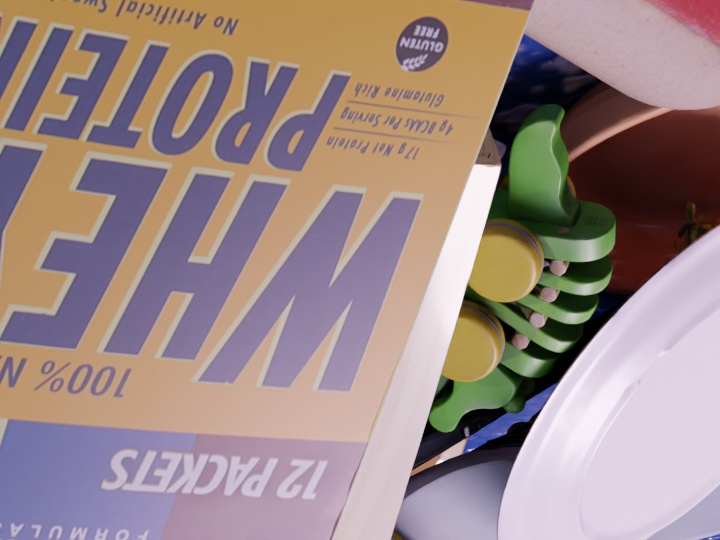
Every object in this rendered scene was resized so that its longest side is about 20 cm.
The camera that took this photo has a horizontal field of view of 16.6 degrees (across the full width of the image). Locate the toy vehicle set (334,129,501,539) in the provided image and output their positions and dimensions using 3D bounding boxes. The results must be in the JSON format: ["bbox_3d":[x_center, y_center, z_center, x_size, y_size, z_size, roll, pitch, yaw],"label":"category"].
[{"bbox_3d":[0.000,0.000,0.843,0.026,0.125,0.201,1,131,-15],"label":"toy vehicle set"}]

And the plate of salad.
[{"bbox_3d":[0.124,0.045,1.008,0.200,0.048,0.201,-33,148,-24],"label":"plate of salad"}]

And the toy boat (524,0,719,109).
[{"bbox_3d":[0.071,-0.134,0.684,0.131,0.131,0.200,-52,147,13],"label":"toy boat"}]

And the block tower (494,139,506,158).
[{"bbox_3d":[0.009,0.003,1.003,0.058,0.054,0.200,25,155,3],"label":"block tower"}]

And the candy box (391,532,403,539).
[{"bbox_3d":[-0.013,0.152,1.019,0.102,0.026,0.200,-44,124,7],"label":"candy box"}]

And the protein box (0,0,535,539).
[{"bbox_3d":[-0.074,-0.065,0.570,0.134,0.199,0.201,7,116,-30],"label":"protein box"}]

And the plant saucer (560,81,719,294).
[{"bbox_3d":[0.157,-0.046,0.986,0.199,0.038,0.200,-7,157,-3],"label":"plant saucer"}]

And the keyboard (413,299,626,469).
[{"bbox_3d":[0.071,0.037,1.081,0.199,0.040,0.104,-25,172,-45],"label":"keyboard"}]

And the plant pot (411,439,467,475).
[{"bbox_3d":[0.007,0.126,1.173,0.027,0.201,0.200,23,159,10],"label":"plant pot"}]

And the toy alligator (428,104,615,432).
[{"bbox_3d":[0.054,0.026,0.940,0.054,0.059,0.201,26,124,5],"label":"toy alligator"}]

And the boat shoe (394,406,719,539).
[{"bbox_3d":[0.081,0.097,1.105,0.199,0.071,0.091,-9,-163,-25],"label":"boat shoe"}]
